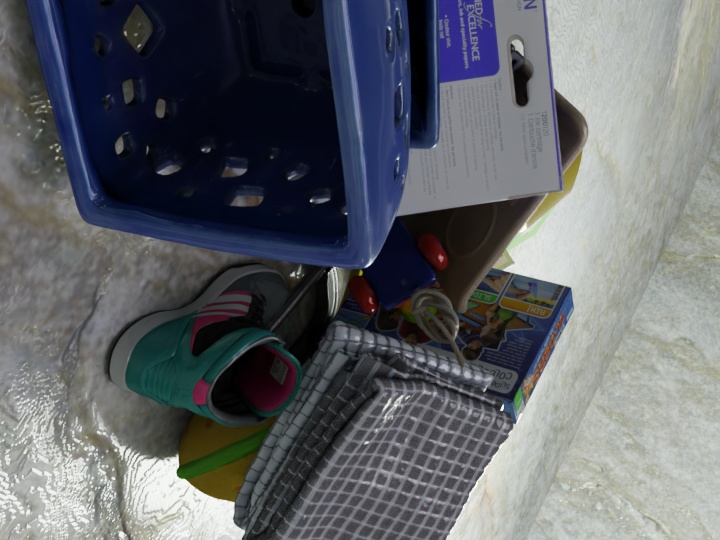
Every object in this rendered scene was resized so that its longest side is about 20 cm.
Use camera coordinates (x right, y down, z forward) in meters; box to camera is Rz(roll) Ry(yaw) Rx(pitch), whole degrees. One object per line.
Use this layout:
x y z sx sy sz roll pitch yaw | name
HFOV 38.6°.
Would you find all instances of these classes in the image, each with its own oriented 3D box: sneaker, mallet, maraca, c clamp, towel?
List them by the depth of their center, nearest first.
-0.090 0.059 0.823 0.200 0.120 0.084 -33 140 -52 | sneaker
0.013 0.157 0.824 0.165 0.086 0.200 22 108 -30 | towel
-0.069 0.136 0.900 0.199 0.107 0.137 -24 180 -1 | maraca
-0.065 0.041 0.992 0.200 0.027 0.171 -54 159 -32 | c clamp
0.000 0.000 1.028 0.201 0.041 0.066 -69 160 -4 | mallet

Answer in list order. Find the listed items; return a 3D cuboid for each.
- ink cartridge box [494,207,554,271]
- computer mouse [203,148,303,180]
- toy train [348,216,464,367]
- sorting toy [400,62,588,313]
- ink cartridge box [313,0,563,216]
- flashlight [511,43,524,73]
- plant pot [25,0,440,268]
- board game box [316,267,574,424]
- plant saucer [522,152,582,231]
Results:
0.159 -0.004 1.246 0.199 0.048 0.146 -28 167 -13 | ink cartridge box
-0.070 -0.101 0.821 0.110 0.044 0.200 -68 157 -1 | computer mouse
0.043 0.019 0.889 0.084 0.200 0.116 -32 155 2 | toy train
0.113 -0.085 0.922 0.036 0.185 0.200 20 114 -29 | sorting toy
0.050 -0.144 0.802 0.043 0.199 0.199 -123 -155 -77 | ink cartridge box
0.052 -0.141 0.929 0.068 0.068 0.200 23 118 -37 | flashlight
-0.056 -0.138 0.611 0.180 0.199 0.201 -50 143 -51 | plant pot
0.078 0.051 0.945 0.136 0.199 0.035 -56 146 -30 | board game box
0.146 -0.063 1.156 0.200 0.200 0.049 -34 97 -52 | plant saucer
